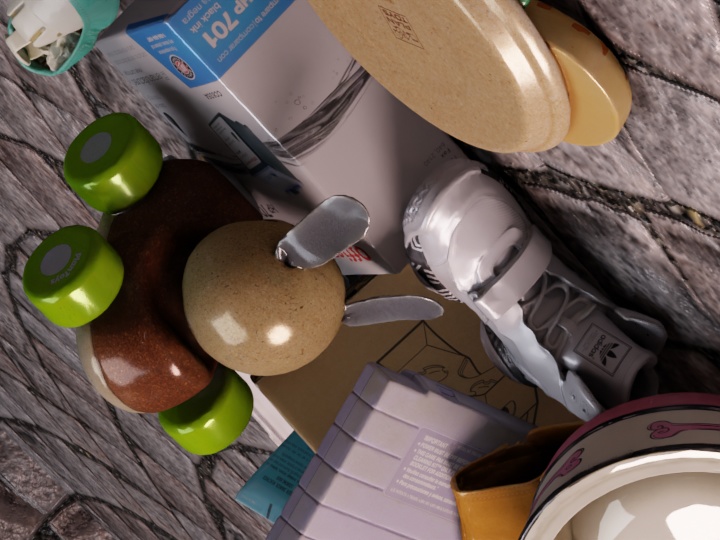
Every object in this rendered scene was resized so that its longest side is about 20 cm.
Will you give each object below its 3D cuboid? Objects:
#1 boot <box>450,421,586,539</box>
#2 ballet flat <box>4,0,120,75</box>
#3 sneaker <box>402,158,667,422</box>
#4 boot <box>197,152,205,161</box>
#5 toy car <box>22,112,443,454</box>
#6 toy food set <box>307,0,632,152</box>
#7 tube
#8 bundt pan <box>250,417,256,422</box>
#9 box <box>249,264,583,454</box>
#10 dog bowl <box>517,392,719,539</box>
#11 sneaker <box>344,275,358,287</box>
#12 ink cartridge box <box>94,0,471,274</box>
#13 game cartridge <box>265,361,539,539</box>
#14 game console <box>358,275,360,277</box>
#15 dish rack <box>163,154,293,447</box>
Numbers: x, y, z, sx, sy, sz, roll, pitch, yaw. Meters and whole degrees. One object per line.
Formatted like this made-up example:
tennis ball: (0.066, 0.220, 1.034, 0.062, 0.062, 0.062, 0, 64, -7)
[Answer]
boot: (0.158, 0.146, 1.652, 0.071, 0.200, 0.145, -111, 6, -54)
ballet flat: (-0.201, -0.170, 1.858, 0.067, 0.070, 0.200, 44, 164, 1)
sneaker: (0.105, 0.016, 1.582, 0.115, 0.075, 0.200, 29, 164, 40)
boot: (-0.066, -0.050, 1.800, 0.075, 0.073, 0.201, -147, 37, -69)
toy car: (-0.057, -0.001, 1.590, 0.199, 0.159, 0.164, -9, 140, 34)
toy food set: (0.035, -0.136, 1.393, 0.198, 0.049, 0.200, 51, 163, -26)
tube: (0.008, 0.083, 1.758, 0.050, 0.200, 0.077, 52, 164, -29)
bundt pan: (-0.085, 0.053, 2.155, 0.202, 0.076, 0.202, 41, 164, 14)
box: (0.055, 0.081, 1.711, 0.200, 0.163, 0.021, 49, 177, -20)
dog bowl: (0.182, 0.152, 1.566, 0.200, 0.199, 0.074, 52, -155, -28)
sneaker: (0.023, 0.062, 1.854, 0.200, 0.080, 0.086, 43, 173, 19)
ink cartridge box: (-0.042, -0.094, 1.633, 0.200, 0.086, 0.146, 48, 164, -14)
game cartridge: (0.046, 0.136, 1.661, 0.199, 0.130, 0.038, 25, -177, -43)
game console: (0.000, 0.000, 1.881, 0.200, 0.031, 0.177, 50, 164, -23)
dish rack: (-0.081, 0.020, 1.911, 0.200, 0.043, 0.172, 50, -162, -38)
